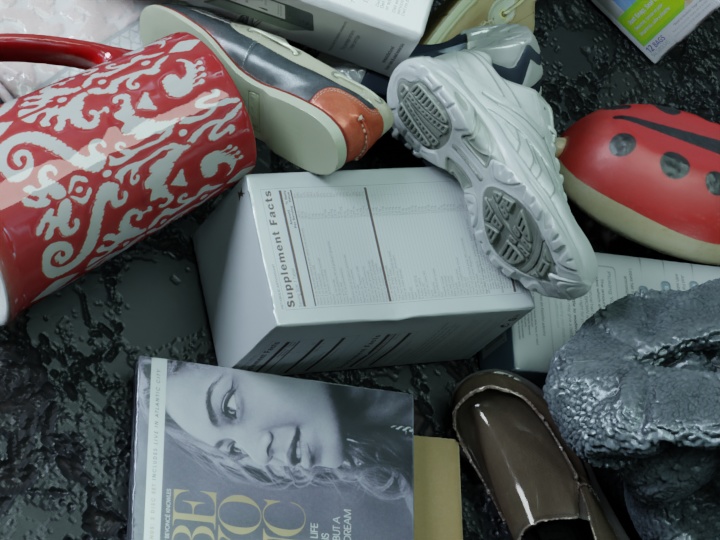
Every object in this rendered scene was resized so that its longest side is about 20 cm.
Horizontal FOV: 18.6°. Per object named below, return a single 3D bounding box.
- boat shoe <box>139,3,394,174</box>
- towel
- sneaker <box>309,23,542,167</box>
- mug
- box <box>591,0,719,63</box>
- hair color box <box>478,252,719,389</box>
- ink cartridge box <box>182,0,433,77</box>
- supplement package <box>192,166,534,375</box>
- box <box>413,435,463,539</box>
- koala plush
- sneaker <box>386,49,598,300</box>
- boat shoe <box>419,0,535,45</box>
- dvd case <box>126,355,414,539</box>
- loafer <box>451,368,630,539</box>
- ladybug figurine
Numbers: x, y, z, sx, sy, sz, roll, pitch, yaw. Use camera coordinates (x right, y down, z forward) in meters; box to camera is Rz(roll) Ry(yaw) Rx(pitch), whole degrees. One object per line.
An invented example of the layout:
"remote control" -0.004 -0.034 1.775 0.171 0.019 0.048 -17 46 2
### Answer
"boat shoe" -0.068 -0.133 1.507 0.199 0.072 0.062 32 50 28
"towel" -0.194 -0.192 1.562 0.200 0.032 0.191 -38 88 -33
"sneaker" 0.039 -0.101 1.606 0.197 0.080 0.131 -9 110 0
"mug" -0.187 -0.087 1.435 0.199 0.133 0.179 -28 98 -23
"box" 0.215 -0.285 1.745 0.200 0.112 0.101 45 59 -1
"hair color box" 0.185 0.044 1.623 0.198 0.061 0.100 6 67 -22
"ink cartridge box" -0.040 -0.242 1.515 0.198 0.084 0.147 19 72 -7
"supplement package" 0.000 0.000 1.524 0.198 0.110 0.115 -3 70 -27
"box" -0.005 0.206 1.487 0.162 0.021 0.202 8 67 -22
"koala plush" 0.226 0.130 1.528 0.182 0.201 0.178 -4 40 11
"sneaker" 0.111 -0.075 1.503 0.099 0.078 0.201 -29 82 -37
"boat shoe" 0.106 -0.198 1.680 0.066 0.074 0.200 48 65 -8
"dvd case" -0.057 0.141 1.469 0.198 0.016 0.150 9 65 -18
"loafer" 0.130 0.157 1.527 0.201 0.073 0.071 54 20 4
"ladybug figurine" 0.239 -0.073 1.672 0.198 0.072 0.136 14 40 -15
